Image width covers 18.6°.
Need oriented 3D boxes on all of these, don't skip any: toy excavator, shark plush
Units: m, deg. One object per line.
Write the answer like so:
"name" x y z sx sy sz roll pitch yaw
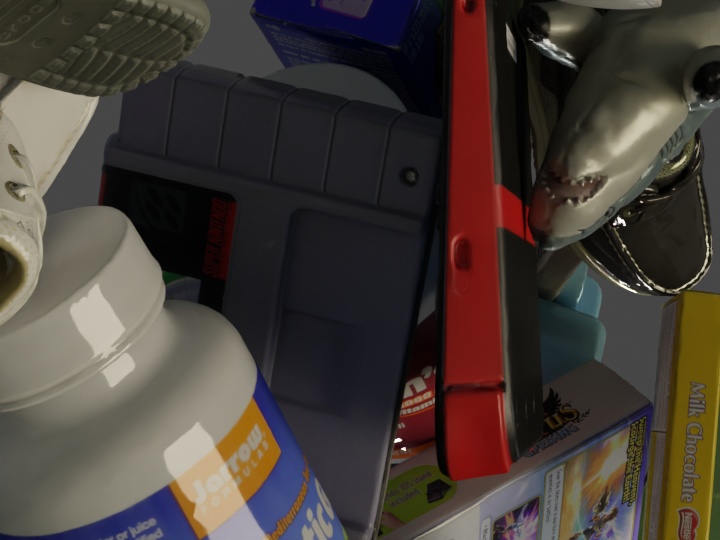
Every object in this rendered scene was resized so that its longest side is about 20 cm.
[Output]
"toy excavator" 0.090 0.011 1.086 0.200 0.100 0.195 126 -19 -64
"shark plush" 0.122 -0.079 0.905 0.200 0.090 0.084 -48 148 -57

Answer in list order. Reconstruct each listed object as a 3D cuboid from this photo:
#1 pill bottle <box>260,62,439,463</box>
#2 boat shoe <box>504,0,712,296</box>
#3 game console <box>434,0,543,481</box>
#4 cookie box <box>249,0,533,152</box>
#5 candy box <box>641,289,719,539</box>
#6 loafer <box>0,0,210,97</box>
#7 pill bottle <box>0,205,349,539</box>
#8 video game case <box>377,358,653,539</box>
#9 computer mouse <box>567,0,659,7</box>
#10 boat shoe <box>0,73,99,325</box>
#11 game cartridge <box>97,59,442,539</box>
"pill bottle" 0.000 0.000 0.955 0.110 0.109 0.200 -64 157 -18
"boat shoe" 0.118 -0.057 0.974 0.072 0.066 0.201 -38 128 -14
"game console" 0.048 -0.014 0.837 0.200 0.031 0.178 10 76 -83
"cookie box" 0.042 -0.135 0.991 0.172 0.075 0.200 -67 158 -13
"candy box" 0.142 0.111 0.992 0.102 0.026 0.201 67 28 -87
"loafer" -0.123 -0.107 0.656 0.075 0.070 0.200 -31 157 19
"pill bottle" -0.073 0.082 0.780 0.112 0.112 0.200 -51 125 -41
"video game case" 0.051 0.161 1.038 0.181 0.045 0.201 -25 135 -29
"computer mouse" 0.035 -0.165 0.820 0.044 0.200 0.110 -41 170 12
"boat shoe" -0.129 -0.009 0.696 0.200 0.069 0.071 -55 150 -37
"game cartridge" -0.044 0.026 0.847 0.038 0.129 0.201 -64 165 -69
